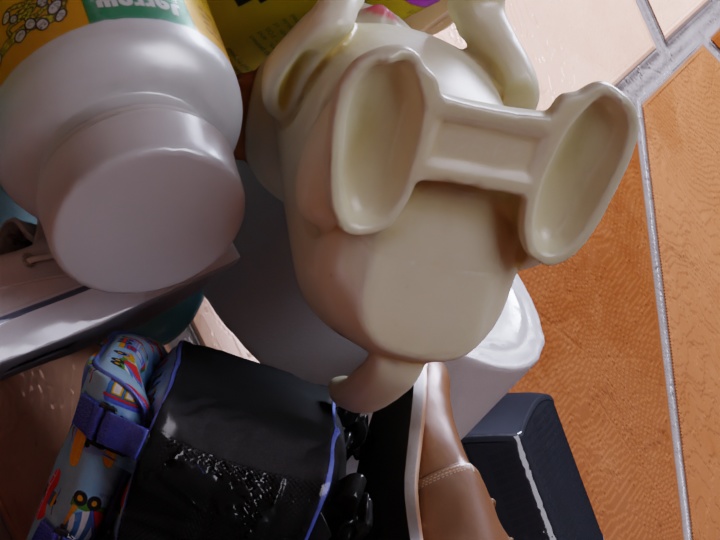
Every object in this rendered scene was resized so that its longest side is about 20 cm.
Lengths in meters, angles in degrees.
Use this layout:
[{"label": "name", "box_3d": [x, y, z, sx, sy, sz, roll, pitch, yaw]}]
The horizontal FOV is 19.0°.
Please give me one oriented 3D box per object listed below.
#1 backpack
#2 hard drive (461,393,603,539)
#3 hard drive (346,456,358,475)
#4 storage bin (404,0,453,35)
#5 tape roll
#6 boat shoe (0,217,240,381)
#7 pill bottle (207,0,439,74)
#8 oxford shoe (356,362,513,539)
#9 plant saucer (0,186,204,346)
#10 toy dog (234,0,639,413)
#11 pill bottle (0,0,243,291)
[{"label": "backpack", "box_3d": [-0.084, 0.143, 0.941, 0.134, 0.201, 0.183, 19, 9, -3]}, {"label": "hard drive", "box_3d": [0.109, 0.140, 1.321, 0.200, 0.042, 0.135, -16, 86, -79]}, {"label": "hard drive", "box_3d": [0.034, 0.140, 1.196, 0.135, 0.042, 0.200, -99, 167, -62]}, {"label": "storage bin", "box_3d": [-0.037, -0.237, 1.330, 0.200, 0.093, 0.199, 2, 70, -60]}, {"label": "tape roll", "box_3d": [0.000, 0.000, 1.133, 0.202, 0.071, 0.203, 36, 23, -18]}, {"label": "boat shoe", "box_3d": [-0.141, 0.004, 0.979, 0.200, 0.074, 0.066, -21, 82, -43]}, {"label": "pill bottle", "box_3d": [-0.048, -0.149, 1.085, 0.104, 0.200, 0.105, 43, 34, -38]}, {"label": "oxford shoe", "box_3d": [0.037, 0.118, 0.978, 0.071, 0.071, 0.200, 13, 46, -16]}, {"label": "plant saucer", "box_3d": [-0.146, -0.051, 1.092, 0.200, 0.027, 0.201, 37, 43, -44]}, {"label": "toy dog", "box_3d": [0.015, -0.052, 0.976, 0.200, 0.139, 0.195, -128, -139, -58]}, {"label": "pill bottle", "box_3d": [-0.117, -0.090, 0.953, 0.113, 0.113, 0.200, 36, 24, -45]}]
